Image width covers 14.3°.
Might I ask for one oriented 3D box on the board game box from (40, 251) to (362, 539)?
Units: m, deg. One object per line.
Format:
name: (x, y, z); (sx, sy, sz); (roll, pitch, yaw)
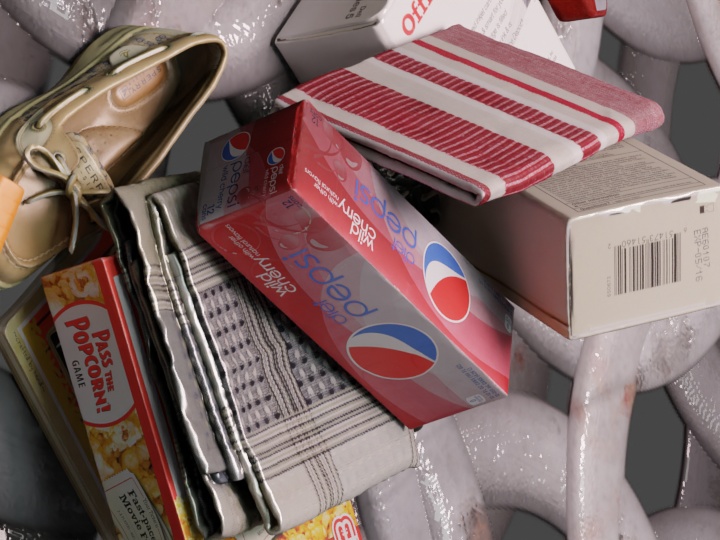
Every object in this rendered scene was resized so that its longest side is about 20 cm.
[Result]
board game box: (-0.080, 0.081, 1.515); (0.151, 0.046, 0.201); (-19, 92, -56)

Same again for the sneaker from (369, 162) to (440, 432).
sneaker: (0.005, 0.011, 1.672); (0.078, 0.089, 0.201); (-5, 114, -19)

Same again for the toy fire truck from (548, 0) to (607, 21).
toy fire truck: (0.115, -0.255, 1.788); (0.168, 0.112, 0.201); (-19, 101, -73)

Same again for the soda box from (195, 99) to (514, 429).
soda box: (0.000, 0.000, 1.513); (0.200, 0.070, 0.064); (43, 39, -37)

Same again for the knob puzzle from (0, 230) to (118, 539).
knob puzzle: (-0.100, 0.046, 1.573); (0.219, 0.030, 0.221); (10, 78, -52)

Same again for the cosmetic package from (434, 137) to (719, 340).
cosmetic package: (0.110, -0.035, 1.608); (0.103, 0.200, 0.073); (-11, 112, -22)

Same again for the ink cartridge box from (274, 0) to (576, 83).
ink cartridge box: (0.052, -0.115, 1.750); (0.200, 0.084, 0.146); (58, 44, -30)

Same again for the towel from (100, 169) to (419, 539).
towel: (-0.045, 0.034, 1.513); (0.200, 0.034, 0.194); (-17, 90, -56)

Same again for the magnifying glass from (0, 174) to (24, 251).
magnifying glass: (-0.211, 0.047, 1.407); (0.079, 0.022, 0.201); (33, 68, -40)

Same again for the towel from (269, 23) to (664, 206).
towel: (0.060, -0.084, 1.572); (0.200, 0.144, 0.023); (-25, 133, -53)

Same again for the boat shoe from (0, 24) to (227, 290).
boat shoe: (-0.142, -0.067, 1.504); (0.073, 0.062, 0.200); (60, 44, -30)
